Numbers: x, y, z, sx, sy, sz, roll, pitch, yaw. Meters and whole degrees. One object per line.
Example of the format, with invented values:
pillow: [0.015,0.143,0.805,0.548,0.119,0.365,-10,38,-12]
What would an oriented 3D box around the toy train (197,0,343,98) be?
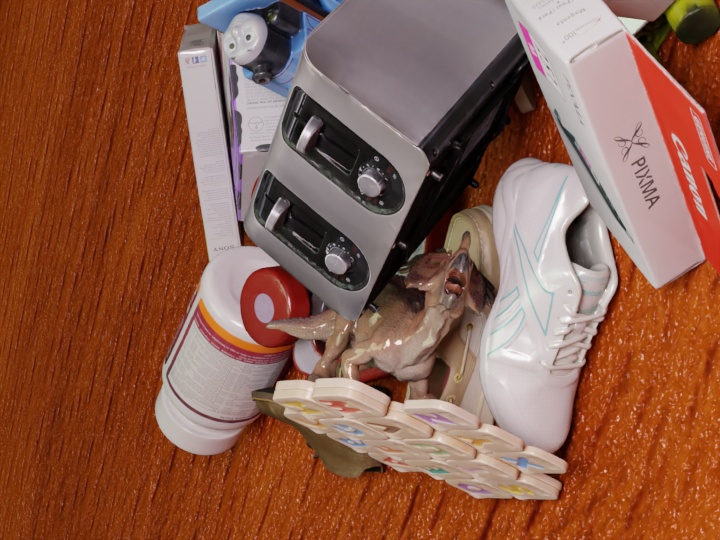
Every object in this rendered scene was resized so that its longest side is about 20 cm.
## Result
toy train: [-0.043,-0.183,1.386,0.086,0.199,0.115,-22,63,32]

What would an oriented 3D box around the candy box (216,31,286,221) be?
candy box: [-0.085,-0.168,1.544,0.168,0.071,0.202,103,161,-71]

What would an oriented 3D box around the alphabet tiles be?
alphabet tiles: [0.040,0.118,1.188,0.195,0.199,0.015,-7,60,55]

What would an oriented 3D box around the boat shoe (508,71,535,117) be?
boat shoe: [0.061,-0.193,1.217,0.071,0.062,0.201,-61,-49,-66]

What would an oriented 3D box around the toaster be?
toaster: [0.025,-0.098,1.138,0.118,0.200,0.181,35,142,7]

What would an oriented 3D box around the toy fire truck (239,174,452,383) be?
toy fire truck: [0.000,0.000,1.397,0.167,0.112,0.202,18,107,44]

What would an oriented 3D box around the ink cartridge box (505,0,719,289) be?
ink cartridge box: [0.160,-0.061,0.996,0.201,0.043,0.174,60,-179,-44]

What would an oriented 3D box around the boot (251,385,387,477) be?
boot: [-0.038,0.135,1.504,0.200,0.073,0.076,5,104,62]

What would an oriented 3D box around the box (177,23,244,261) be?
box: [-0.140,-0.124,1.647,0.144,0.036,0.202,-100,3,-72]

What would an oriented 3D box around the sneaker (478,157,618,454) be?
sneaker: [0.128,0.027,1.158,0.080,0.070,0.202,7,98,51]

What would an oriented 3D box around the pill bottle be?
pill bottle: [-0.123,0.079,1.627,0.201,0.109,0.110,-61,37,44]

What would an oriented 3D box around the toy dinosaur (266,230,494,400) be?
toy dinosaur: [0.023,0.032,1.227,0.199,0.085,0.137,14,88,50]

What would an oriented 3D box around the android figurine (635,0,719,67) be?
android figurine: [0.165,-0.202,1.124,0.183,0.041,0.201,-61,39,44]

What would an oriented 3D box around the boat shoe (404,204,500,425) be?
boat shoe: [0.066,0.052,1.282,0.074,0.069,0.202,22,109,62]

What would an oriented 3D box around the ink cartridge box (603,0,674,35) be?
ink cartridge box: [0.163,-0.229,1.016,0.200,0.067,0.117,-46,61,35]
